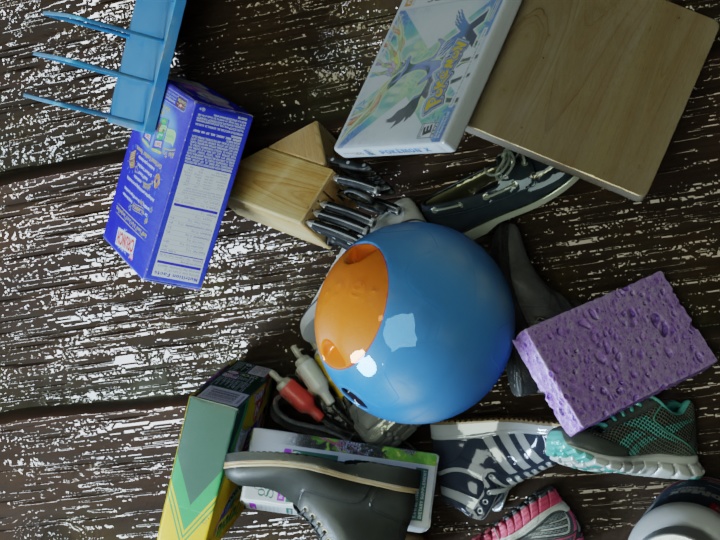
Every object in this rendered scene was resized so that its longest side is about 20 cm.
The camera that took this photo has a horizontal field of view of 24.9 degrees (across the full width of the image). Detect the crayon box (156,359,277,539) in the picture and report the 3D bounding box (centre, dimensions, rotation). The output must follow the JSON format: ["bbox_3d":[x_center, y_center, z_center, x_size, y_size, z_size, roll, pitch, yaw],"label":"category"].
[{"bbox_3d":[-0.153,0.202,1.766,0.058,0.200,0.173,14,100,7],"label":"crayon box"}]

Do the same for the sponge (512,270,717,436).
[{"bbox_3d":[0.254,0.080,1.618,0.112,0.200,0.030,61,144,12],"label":"sponge"}]

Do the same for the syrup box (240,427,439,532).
[{"bbox_3d":[-0.023,0.223,1.724,0.200,0.081,0.079,9,77,-1],"label":"syrup box"}]

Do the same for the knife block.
[{"bbox_3d":[-0.058,-0.062,1.738,0.200,0.064,0.176,-25,50,19],"label":"knife block"}]

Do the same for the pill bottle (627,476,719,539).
[{"bbox_3d":[0.325,0.279,1.602,0.119,0.200,0.120,2,96,19],"label":"pill bottle"}]

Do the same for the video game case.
[{"bbox_3d":[0.070,-0.206,1.651,0.182,0.022,0.200,2,64,53],"label":"video game case"}]

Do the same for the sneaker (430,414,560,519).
[{"bbox_3d":[0.170,0.208,1.720,0.200,0.070,0.109,-3,89,27],"label":"sneaker"}]

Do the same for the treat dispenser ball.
[{"bbox_3d":[0.054,0.052,1.617,0.201,0.201,0.201,2,95,20],"label":"treat dispenser ball"}]

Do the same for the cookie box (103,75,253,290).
[{"bbox_3d":[-0.203,-0.100,1.777,0.171,0.075,0.200,37,112,60],"label":"cookie box"}]

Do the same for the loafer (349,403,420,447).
[{"bbox_3d":[0.072,0.109,1.745,0.200,0.070,0.070,-39,56,3],"label":"loafer"}]

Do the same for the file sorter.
[{"bbox_3d":[-0.276,-0.264,1.771,0.139,0.123,0.200,21,98,62],"label":"file sorter"}]

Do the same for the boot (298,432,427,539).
[{"bbox_3d":[-0.003,0.246,1.791,0.200,0.074,0.076,31,94,17],"label":"boot"}]

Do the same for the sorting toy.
[{"bbox_3d":[0.227,-0.186,1.629,0.199,0.070,0.200,23,77,10],"label":"sorting toy"}]

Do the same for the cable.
[{"bbox_3d":[-0.020,0.167,1.782,0.200,0.050,0.097,43,62,16],"label":"cable"}]

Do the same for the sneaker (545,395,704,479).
[{"bbox_3d":[0.265,0.160,1.639,0.078,0.200,0.091,-4,79,52],"label":"sneaker"}]

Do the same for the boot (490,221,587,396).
[{"bbox_3d":[0.209,0.039,1.694,0.132,0.070,0.200,-5,67,-7],"label":"boot"}]

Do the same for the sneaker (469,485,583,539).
[{"bbox_3d":[0.145,0.314,1.735,0.200,0.081,0.075,-39,84,18],"label":"sneaker"}]

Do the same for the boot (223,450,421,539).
[{"bbox_3d":[-0.045,0.255,1.639,0.200,0.077,0.138,8,84,-1],"label":"boot"}]

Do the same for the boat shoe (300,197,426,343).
[{"bbox_3d":[0.000,0.000,1.768,0.200,0.072,0.066,-49,44,32],"label":"boat shoe"}]

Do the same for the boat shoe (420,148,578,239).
[{"bbox_3d":[0.155,-0.097,1.696,0.200,0.075,0.062,-28,114,27],"label":"boat shoe"}]
